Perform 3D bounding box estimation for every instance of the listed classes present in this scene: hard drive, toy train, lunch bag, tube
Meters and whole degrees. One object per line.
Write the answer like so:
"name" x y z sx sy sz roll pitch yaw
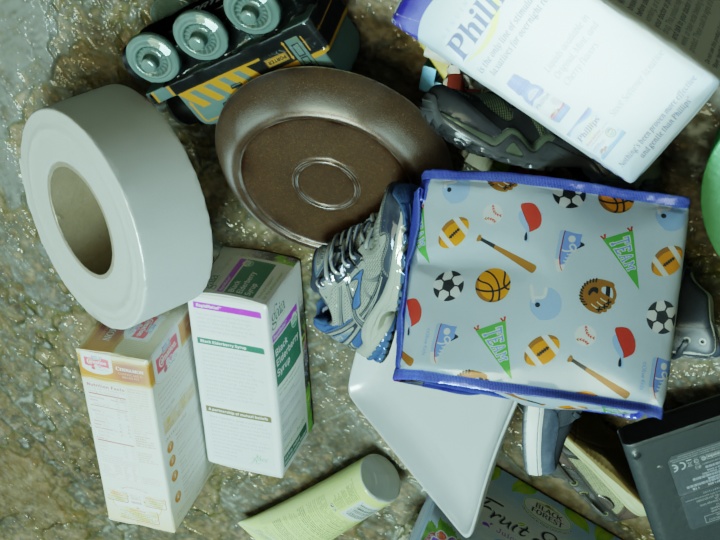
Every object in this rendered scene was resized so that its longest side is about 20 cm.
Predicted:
"hard drive" 0.316 0.200 1.304 0.139 0.033 0.200 -19 116 7
"toy train" -0.097 -0.180 1.217 0.200 0.085 0.114 -20 123 33
"lunch bag" 0.131 0.017 1.142 0.200 0.124 0.170 7 82 0
"tube" -0.041 0.240 1.509 0.200 0.052 0.058 -38 62 41

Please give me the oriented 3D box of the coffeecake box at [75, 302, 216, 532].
"coffeecake box" -0.183 0.113 1.407 0.073 0.154 0.200 8 125 17

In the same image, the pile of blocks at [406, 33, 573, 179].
"pile of blocks" 0.090 -0.117 1.190 0.082 0.062 0.200 -30 107 36

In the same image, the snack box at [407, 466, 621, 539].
"snack box" 0.140 0.274 1.374 0.200 0.169 0.068 32 126 0

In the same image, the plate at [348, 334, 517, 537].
"plate" 0.068 0.095 1.315 0.200 0.032 0.200 48 140 36

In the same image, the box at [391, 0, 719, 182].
"box" 0.151 -0.190 1.035 0.200 0.184 0.105 34 131 -2

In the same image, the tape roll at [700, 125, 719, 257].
"tape roll" 0.356 -0.058 1.129 0.200 0.048 0.201 11 126 15

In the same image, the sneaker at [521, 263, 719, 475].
"sneaker" 0.212 0.082 1.228 0.146 0.077 0.203 14 95 10

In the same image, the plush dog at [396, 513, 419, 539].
"plush dog" 0.068 0.361 1.462 0.200 0.172 0.160 43 129 -10

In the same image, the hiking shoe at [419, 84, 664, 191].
"hiking shoe" 0.140 -0.124 1.128 0.200 0.076 0.101 12 96 -21

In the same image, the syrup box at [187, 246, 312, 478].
"syrup box" -0.099 0.085 1.400 0.081 0.079 0.200 10 126 17

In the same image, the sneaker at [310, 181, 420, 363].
"sneaker" 0.000 0.000 1.228 0.085 0.077 0.200 19 139 4

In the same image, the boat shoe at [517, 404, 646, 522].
"boat shoe" 0.182 0.153 1.333 0.065 0.073 0.200 -36 104 32

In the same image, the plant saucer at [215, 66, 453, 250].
"plant saucer" -0.025 -0.078 1.230 0.200 0.032 0.200 9 138 8

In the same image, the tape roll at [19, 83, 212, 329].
"tape roll" -0.211 -0.054 1.297 0.202 0.071 0.203 35 138 39
